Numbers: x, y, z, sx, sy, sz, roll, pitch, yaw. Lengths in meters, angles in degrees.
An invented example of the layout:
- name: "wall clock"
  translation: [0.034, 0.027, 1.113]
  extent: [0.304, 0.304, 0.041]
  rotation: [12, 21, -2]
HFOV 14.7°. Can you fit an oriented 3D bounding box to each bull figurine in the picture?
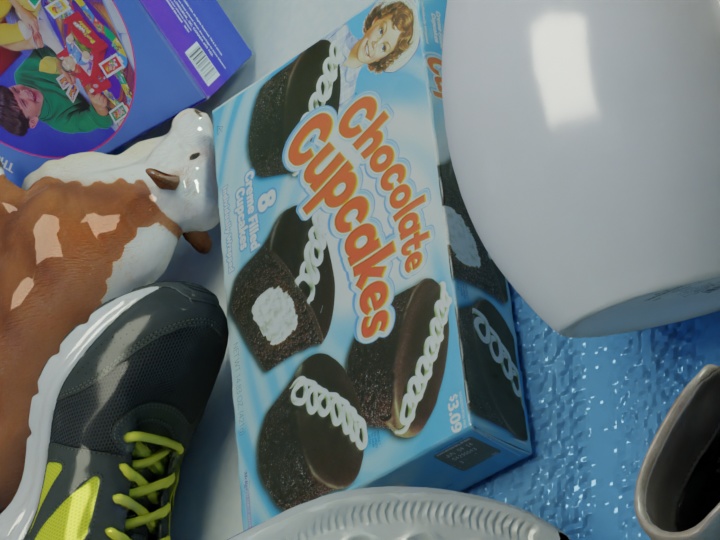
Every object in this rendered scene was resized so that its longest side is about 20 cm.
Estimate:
- name: "bull figurine"
  translation: [-0.136, 0.007, 1.165]
  extent: [0.121, 0.065, 0.201]
  rotation: [36, 103, 30]

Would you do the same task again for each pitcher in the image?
- name: "pitcher"
  translation: [0.094, -0.091, 0.902]
  extent: [0.171, 0.121, 0.201]
  rotation: [-27, 73, 54]

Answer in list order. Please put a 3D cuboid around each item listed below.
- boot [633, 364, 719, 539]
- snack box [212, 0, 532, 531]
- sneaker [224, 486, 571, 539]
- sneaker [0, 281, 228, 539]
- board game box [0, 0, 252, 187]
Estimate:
- name: "boot"
  translation: [0.129, 0.088, 0.787]
  extent: [0.070, 0.146, 0.201]
  rotation: [20, 86, 48]
- name: "snack box"
  translation: [0.000, 0.000, 1.057]
  extent: [0.116, 0.037, 0.201]
  rotation: [-31, 50, 33]
- name: "sneaker"
  translation: [-0.023, 0.126, 0.988]
  extent: [0.199, 0.146, 0.081]
  rotation: [-10, 82, -3]
- name: "sneaker"
  translation: [-0.095, 0.101, 1.094]
  extent: [0.085, 0.074, 0.201]
  rotation: [42, 112, 43]
- name: "board game box"
  translation: [-0.157, -0.138, 1.184]
  extent: [0.134, 0.201, 0.045]
  rotation: [-25, 15, 36]
